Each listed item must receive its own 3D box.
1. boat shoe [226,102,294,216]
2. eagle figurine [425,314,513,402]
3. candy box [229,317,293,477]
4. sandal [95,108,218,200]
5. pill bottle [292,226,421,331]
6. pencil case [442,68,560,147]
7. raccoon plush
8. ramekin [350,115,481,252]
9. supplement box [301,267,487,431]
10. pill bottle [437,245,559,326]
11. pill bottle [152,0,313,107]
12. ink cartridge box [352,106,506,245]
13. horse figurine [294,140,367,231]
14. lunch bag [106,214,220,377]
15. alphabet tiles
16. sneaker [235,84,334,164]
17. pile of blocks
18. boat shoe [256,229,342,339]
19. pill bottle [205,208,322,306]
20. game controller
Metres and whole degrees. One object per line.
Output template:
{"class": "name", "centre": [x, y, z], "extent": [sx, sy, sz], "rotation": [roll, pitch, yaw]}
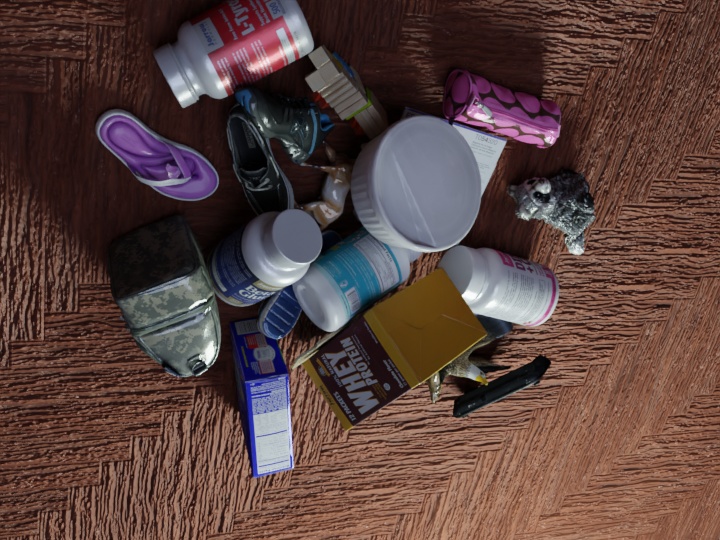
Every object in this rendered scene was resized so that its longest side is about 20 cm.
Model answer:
{"class": "boat shoe", "centre": [-0.154, -0.145, 1.384], "extent": [0.070, 0.064, 0.201], "rotation": [-12, 116, 14]}
{"class": "eagle figurine", "centre": [0.183, 0.154, 1.698], "extent": [0.200, 0.151, 0.152], "rotation": [-32, 178, -42]}
{"class": "candy box", "centre": [-0.162, 0.206, 1.547], "extent": [0.077, 0.169, 0.201], "rotation": [-8, 123, -13]}
{"class": "sandal", "centre": [-0.292, -0.154, 1.352], "extent": [0.202, 0.050, 0.083], "rotation": [30, 105, -33]}
{"class": "pill bottle", "centre": [0.000, 0.000, 1.463], "extent": [0.200, 0.111, 0.111], "rotation": [-33, 128, -23]}
{"class": "pencil case", "centre": [0.225, -0.248, 1.472], "extent": [0.199, 0.094, 0.091], "rotation": [9, 98, -28]}
{"class": "raccoon plush", "centre": [0.326, -0.083, 1.619], "extent": [0.133, 0.097, 0.201], "rotation": [-15, 124, -3]}
{"class": "ramekin", "centre": [0.075, -0.124, 1.398], "extent": [0.201, 0.094, 0.204], "rotation": [3, 84, -34]}
{"class": "supplement box", "centre": [0.054, 0.126, 1.509], "extent": [0.197, 0.133, 0.200], "rotation": [-28, 171, -46]}
{"class": "pill bottle", "centre": [0.235, 0.025, 1.620], "extent": [0.199, 0.113, 0.114], "rotation": [14, 114, -34]}
{"class": "pill bottle", "centre": [-0.173, -0.303, 1.271], "extent": [0.199, 0.112, 0.113], "rotation": [-29, 126, -4]}
{"class": "ink cartridge box", "centre": [0.111, -0.152, 1.518], "extent": [0.195, 0.043, 0.201], "rotation": [13, 112, -26]}
{"class": "horse figurine", "centre": [-0.058, -0.127, 1.462], "extent": [0.132, 0.050, 0.201], "rotation": [20, 108, -24]}
{"class": "lunch bag", "centre": [-0.279, 0.043, 1.384], "extent": [0.139, 0.200, 0.168], "rotation": [-24, 124, -5]}
{"class": "alphabet tiles", "centre": [-0.039, 0.108, 1.539], "extent": [0.166, 0.200, 0.006], "rotation": [-32, 84, -14]}
{"class": "sneaker", "centre": [-0.106, -0.221, 1.319], "extent": [0.082, 0.073, 0.200], "rotation": [-38, 158, 10]}
{"class": "pile of blocks", "centre": [-0.032, -0.260, 1.373], "extent": [0.062, 0.082, 0.200], "rotation": [-30, 143, 16]}
{"class": "boat shoe", "centre": [-0.106, 0.015, 1.509], "extent": [0.072, 0.072, 0.200], "rotation": [45, 74, -26]}
{"class": "pill bottle", "centre": [-0.141, -0.022, 1.392], "extent": [0.111, 0.112, 0.200], "rotation": [16, 156, -29]}
{"class": "game controller", "centre": [0.259, 0.215, 1.733], "extent": [0.200, 0.042, 0.104], "rotation": [-31, 173, 33]}
